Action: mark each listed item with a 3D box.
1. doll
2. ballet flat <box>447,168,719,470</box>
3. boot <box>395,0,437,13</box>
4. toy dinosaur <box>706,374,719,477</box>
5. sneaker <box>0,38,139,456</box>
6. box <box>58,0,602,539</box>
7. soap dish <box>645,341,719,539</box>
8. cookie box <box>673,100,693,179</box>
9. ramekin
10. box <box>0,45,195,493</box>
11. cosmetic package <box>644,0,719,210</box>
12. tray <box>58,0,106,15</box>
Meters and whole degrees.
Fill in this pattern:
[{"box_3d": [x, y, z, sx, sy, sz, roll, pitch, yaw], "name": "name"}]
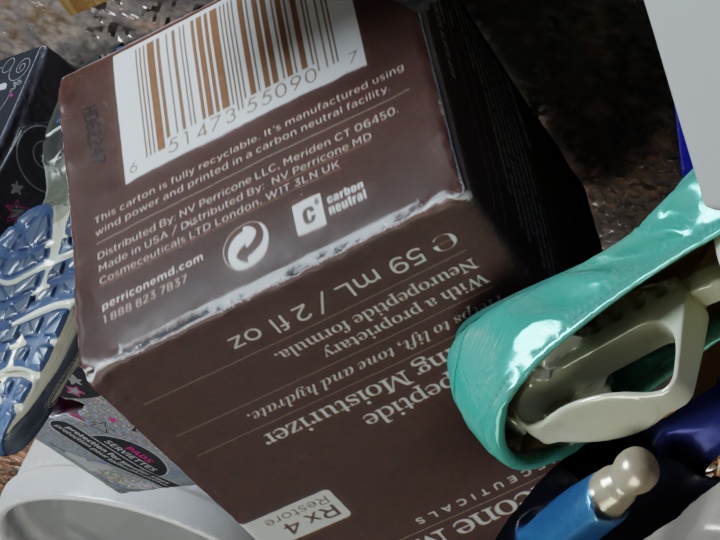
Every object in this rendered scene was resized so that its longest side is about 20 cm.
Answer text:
[{"box_3d": [0.103, 0.077, 0.819, 0.049, 0.199, 0.136, 56, 180, 7], "name": "doll"}, {"box_3d": [0.117, 0.010, 0.764, 0.199, 0.071, 0.067, -35, 138, 24], "name": "ballet flat"}, {"box_3d": [-0.030, -0.141, 0.730, 0.131, 0.070, 0.200, 25, 174, -12], "name": "boot"}, {"box_3d": [0.211, 0.049, 0.938, 0.198, 0.103, 0.136, 5, 157, -21], "name": "toy dinosaur"}, {"box_3d": [-0.110, 0.000, 0.982, 0.077, 0.201, 0.085, 0, 148, 44], "name": "sneaker"}, {"box_3d": [0.000, 0.000, 0.903, 0.165, 0.165, 0.200, -26, 136, 15], "name": "box"}, {"box_3d": [0.219, 0.117, 1.120, 0.156, 0.082, 0.201, 15, 151, 7], "name": "soap dish"}, {"box_3d": [0.201, -0.067, 0.810, 0.170, 0.076, 0.201, 8, 149, 17], "name": "cookie box"}, {"box_3d": [-0.110, 0.136, 1.328, 0.198, 0.106, 0.201, 14, 152, 8], "name": "ramekin"}, {"box_3d": [-0.135, 0.006, 1.083, 0.200, 0.133, 0.114, 37, 149, -31], "name": "box"}, {"box_3d": [0.131, -0.125, 0.627, 0.081, 0.113, 0.201, 6, 128, 46], "name": "cosmetic package"}, {"box_3d": [-0.131, -0.183, 0.753, 0.037, 0.099, 0.200, -22, 150, 6], "name": "tray"}]
